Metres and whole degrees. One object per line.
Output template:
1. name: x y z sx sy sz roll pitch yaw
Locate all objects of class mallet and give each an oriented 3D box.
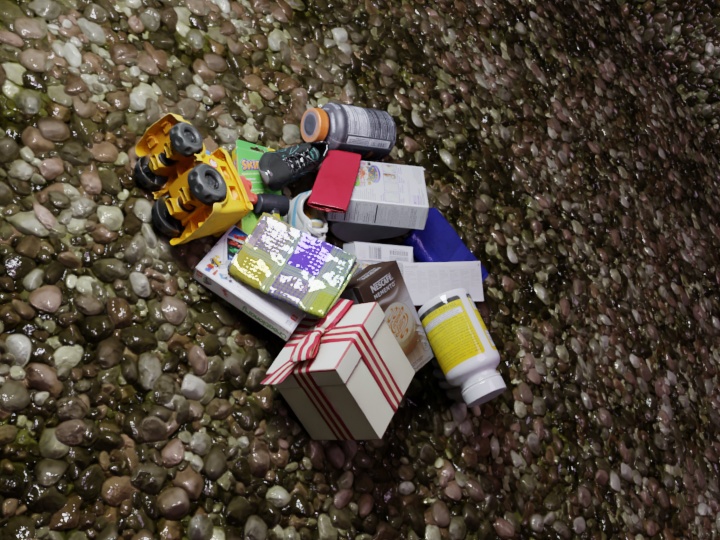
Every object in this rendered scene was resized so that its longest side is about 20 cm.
1. mallet: -0.148 -0.061 1.441 0.065 0.041 0.202 10 46 -30

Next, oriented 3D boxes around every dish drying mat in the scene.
1. dish drying mat: -0.048 -0.174 1.555 0.075 0.018 0.201 12 39 1

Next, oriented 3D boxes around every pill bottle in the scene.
1. pill bottle: 0.193 0.145 1.497 0.110 0.111 0.202 -5 62 -41
2. pill bottle: -0.028 -0.294 1.686 0.198 0.106 0.108 0 67 -39

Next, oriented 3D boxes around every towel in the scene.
1. towel: 0.179 -0.023 1.703 0.201 0.049 0.148 51 42 -8
2. towel: -0.116 -0.011 1.378 0.198 0.023 0.144 27 58 12

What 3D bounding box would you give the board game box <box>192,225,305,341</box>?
1. board game box: -0.176 0.019 1.405 0.198 0.035 0.127 34 48 2

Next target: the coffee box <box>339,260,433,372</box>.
1. coffee box: 0.042 0.099 1.482 0.114 0.079 0.203 -34 107 -38

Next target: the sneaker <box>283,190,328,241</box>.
1. sneaker: -0.101 -0.053 1.514 0.076 0.080 0.203 7 64 -39

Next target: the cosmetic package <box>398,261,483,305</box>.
1. cosmetic package: 0.152 0.026 1.589 0.197 0.050 0.084 -1 86 -33

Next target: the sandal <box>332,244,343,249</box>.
1. sandal: 0.000 0.000 1.594 0.198 0.045 0.076 28 54 -26

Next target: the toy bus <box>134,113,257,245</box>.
1. toy bus: -0.272 -0.159 1.404 0.191 0.135 0.202 -10 71 -55

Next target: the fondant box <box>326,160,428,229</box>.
1. fondant box: 0.032 -0.155 1.609 0.196 0.059 0.145 6 39 -6

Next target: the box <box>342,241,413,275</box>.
1. box: 0.038 0.052 1.562 0.154 0.041 0.204 3 83 -39

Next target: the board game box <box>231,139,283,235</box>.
1. board game box: -0.194 -0.148 1.525 0.094 0.030 0.204 11 63 -37

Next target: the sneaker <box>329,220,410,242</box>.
1. sneaker: 0.009 -0.119 1.659 0.197 0.071 0.100 -6 55 -33

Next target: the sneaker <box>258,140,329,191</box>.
1. sneaker: -0.128 -0.213 1.549 0.076 0.078 0.200 63 31 -11

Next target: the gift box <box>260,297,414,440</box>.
1. gift box: -0.049 0.171 1.365 0.188 0.197 0.185 60 37 -25

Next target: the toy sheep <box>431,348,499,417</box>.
1. toy sheep: 0.209 0.193 1.610 0.137 0.137 0.203 -17 85 -43

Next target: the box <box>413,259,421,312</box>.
1. box: 0.153 0.035 1.708 0.198 0.039 0.139 3 65 -39
